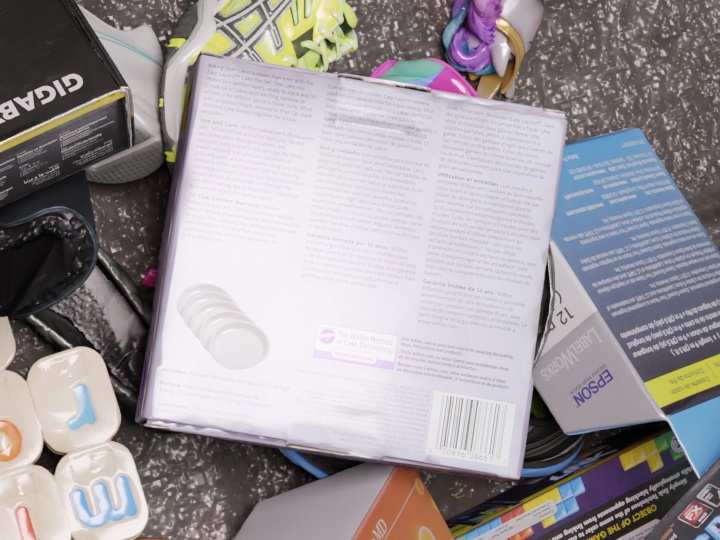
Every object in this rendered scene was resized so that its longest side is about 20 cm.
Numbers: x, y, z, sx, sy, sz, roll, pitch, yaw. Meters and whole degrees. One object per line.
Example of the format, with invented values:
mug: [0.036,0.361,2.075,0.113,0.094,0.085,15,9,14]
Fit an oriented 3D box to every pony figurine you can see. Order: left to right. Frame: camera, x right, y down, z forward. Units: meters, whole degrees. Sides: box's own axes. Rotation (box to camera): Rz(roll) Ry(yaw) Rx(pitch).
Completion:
pony figurine: [0.101,-0.202,1.379,0.166,0.193,0.201,30,77,27]

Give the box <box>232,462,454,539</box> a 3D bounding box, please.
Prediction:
box: [0.012,0.213,1.286,0.201,0.097,0.124,61,26,-14]

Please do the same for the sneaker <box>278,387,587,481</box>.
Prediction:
sneaker: [0.038,0.067,1.355,0.198,0.083,0.071,1,49,-27]

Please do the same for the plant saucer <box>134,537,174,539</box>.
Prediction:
plant saucer: [-0.106,0.235,1.291,0.199,0.032,0.202,2,85,-27]

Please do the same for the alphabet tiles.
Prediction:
alphabet tiles: [-0.209,0.110,1.258,0.199,0.015,0.197,-17,80,-10]

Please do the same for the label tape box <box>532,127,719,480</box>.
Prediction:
label tape box: [0.145,0.029,1.363,0.143,0.066,0.201,-15,70,-51]

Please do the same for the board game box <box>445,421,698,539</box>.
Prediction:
board game box: [0.148,0.181,1.412,0.199,0.057,0.166,-23,95,-24]

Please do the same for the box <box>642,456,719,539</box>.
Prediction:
box: [0.166,0.204,1.286,0.200,0.049,0.199,-43,140,-30]

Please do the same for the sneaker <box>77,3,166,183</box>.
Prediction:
sneaker: [-0.190,-0.109,1.303,0.199,0.070,0.081,18,55,-17]

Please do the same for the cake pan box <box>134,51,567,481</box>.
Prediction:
cake pan box: [0.000,0.000,1.262,0.198,0.052,0.186,8,84,-8]

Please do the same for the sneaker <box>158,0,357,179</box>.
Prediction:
sneaker: [-0.046,-0.117,1.326,0.076,0.075,0.201,7,66,22]

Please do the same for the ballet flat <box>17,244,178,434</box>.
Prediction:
ballet flat: [-0.147,0.006,1.304,0.200,0.057,0.067,41,71,-12]

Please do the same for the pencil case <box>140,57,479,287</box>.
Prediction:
pencil case: [-0.016,-0.029,1.352,0.200,0.088,0.089,-43,101,-23]

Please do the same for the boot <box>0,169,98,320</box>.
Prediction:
boot: [-0.216,-0.038,1.192,0.198,0.169,0.077,-8,123,3]

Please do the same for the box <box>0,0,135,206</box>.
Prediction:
box: [-0.221,-0.084,1.112,0.199,0.049,0.160,-25,61,-17]
